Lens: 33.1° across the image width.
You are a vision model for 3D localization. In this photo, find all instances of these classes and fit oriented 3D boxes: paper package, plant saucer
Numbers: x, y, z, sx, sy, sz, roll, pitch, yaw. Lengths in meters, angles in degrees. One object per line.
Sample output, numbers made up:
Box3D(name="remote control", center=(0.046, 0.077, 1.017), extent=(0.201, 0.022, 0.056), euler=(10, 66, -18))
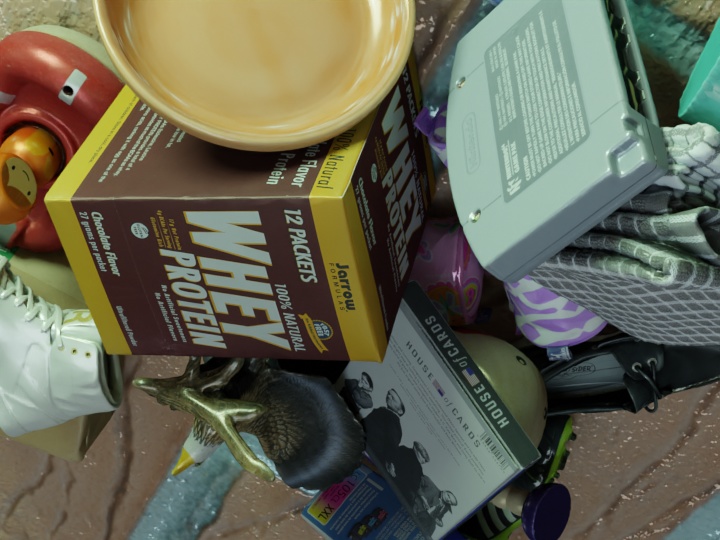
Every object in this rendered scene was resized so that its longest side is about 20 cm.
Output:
Box3D(name="paper package", center=(-0.304, 0.044, 1.050), extent=(0.199, 0.104, 0.191), euler=(20, 130, 2))
Box3D(name="plant saucer", center=(-0.065, -0.164, 0.755), extent=(0.199, 0.201, 0.037), euler=(25, 159, -3))

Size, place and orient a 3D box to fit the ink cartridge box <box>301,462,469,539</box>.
Box3D(name="ink cartridge box", center=(0.059, 0.259, 1.042), extent=(0.200, 0.076, 0.137), euler=(30, 164, 49))

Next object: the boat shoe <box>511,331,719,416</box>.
Box3D(name="boat shoe", center=(0.204, 0.082, 0.937), extent=(0.198, 0.066, 0.075), euler=(-4, 129, 22))

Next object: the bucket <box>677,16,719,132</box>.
Box3D(name="bucket", center=(0.273, -0.133, 0.655), extent=(0.134, 0.208, 0.208), euler=(28, 132, 5))

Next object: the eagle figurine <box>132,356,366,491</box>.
Box3D(name="eagle figurine", center=(-0.091, 0.103, 0.940), extent=(0.150, 0.200, 0.153), euler=(-20, 76, 16))

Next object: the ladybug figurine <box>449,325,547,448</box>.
Box3D(name="ladybug figurine", center=(0.078, 0.101, 0.940), extent=(0.200, 0.072, 0.137), euler=(-11, 104, 62))

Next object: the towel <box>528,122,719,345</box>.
Box3D(name="towel", center=(0.179, -0.011, 0.731), extent=(0.165, 0.086, 0.200), euler=(28, 169, -30))

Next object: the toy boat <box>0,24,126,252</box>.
Box3D(name="toy boat", center=(-0.249, -0.083, 0.904), extent=(0.130, 0.131, 0.200), euler=(35, 125, -12))

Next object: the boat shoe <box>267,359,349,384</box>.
Box3D(name="boat shoe", center=(-0.056, 0.077, 1.024), extent=(0.075, 0.062, 0.200), euler=(41, 130, -19))

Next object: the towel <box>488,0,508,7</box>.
Box3D(name="towel", center=(0.071, -0.255, 0.736), extent=(0.199, 0.024, 0.147), euler=(35, 128, -14))

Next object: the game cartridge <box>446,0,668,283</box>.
Box3D(name="game cartridge", center=(0.106, -0.093, 0.713), extent=(0.040, 0.201, 0.133), euler=(31, 130, -31))

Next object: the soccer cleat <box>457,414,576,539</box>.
Box3D(name="soccer cleat", center=(0.120, 0.184, 1.054), extent=(0.081, 0.068, 0.201), euler=(30, 133, 5))

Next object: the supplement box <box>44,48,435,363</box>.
Box3D(name="supplement box", center=(-0.069, -0.053, 0.830), extent=(0.198, 0.198, 0.133), euler=(0, 129, 17))

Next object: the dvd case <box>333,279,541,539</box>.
Box3D(name="dvd case", center=(0.047, 0.112, 0.898), extent=(0.151, 0.025, 0.200), euler=(55, 152, 14))

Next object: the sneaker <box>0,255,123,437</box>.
Box3D(name="sneaker", center=(-0.248, 0.029, 0.923), extent=(0.115, 0.074, 0.201), euler=(-12, 119, 11))

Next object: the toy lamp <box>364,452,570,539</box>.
Box3D(name="toy lamp", center=(0.082, 0.171, 1.015), extent=(0.199, 0.058, 0.058), euler=(16, 138, 42))

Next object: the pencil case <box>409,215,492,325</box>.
Box3D(name="pencil case", center=(0.000, 0.000, 0.930), extent=(0.198, 0.088, 0.088), euler=(-2, 128, 18))

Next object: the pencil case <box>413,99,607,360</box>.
Box3D(name="pencil case", center=(0.117, -0.037, 0.861), extent=(0.085, 0.084, 0.201), euler=(-4, 125, 36))
